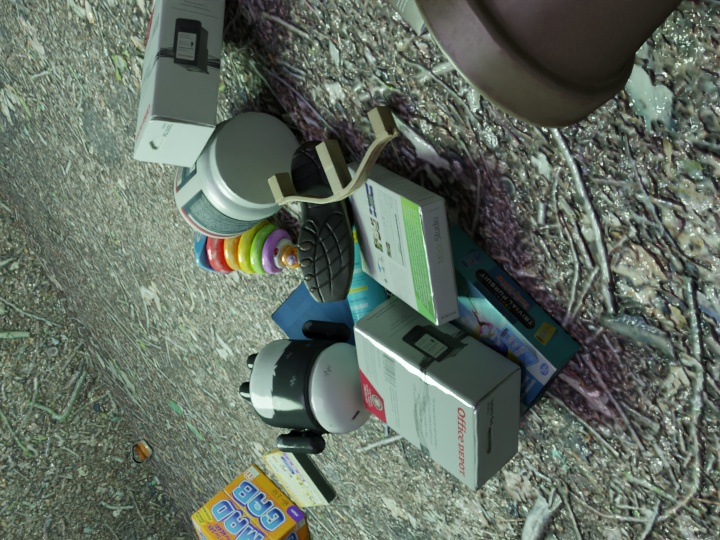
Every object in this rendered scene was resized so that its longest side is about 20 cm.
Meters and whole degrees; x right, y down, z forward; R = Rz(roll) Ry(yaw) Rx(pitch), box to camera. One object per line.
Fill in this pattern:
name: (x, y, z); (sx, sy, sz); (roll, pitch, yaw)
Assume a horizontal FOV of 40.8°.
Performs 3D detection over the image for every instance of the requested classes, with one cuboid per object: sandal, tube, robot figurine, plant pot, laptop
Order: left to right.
sandal: (-0.775, 0.636, 3.378); (0.079, 0.059, 0.207); (52, 154, 5)
robot figurine: (-0.069, 0.157, 1.312); (0.198, 0.124, 0.152); (-1, 106, 37)
laptop: (-0.014, 0.055, 1.325); (0.187, 0.116, 0.201); (46, 153, 15)
tube: (0.000, 0.000, 1.267); (0.077, 0.050, 0.203); (-15, 91, 39)
plant pot: (0.153, -0.225, 0.649); (0.201, 0.200, 0.174); (54, 137, -1)

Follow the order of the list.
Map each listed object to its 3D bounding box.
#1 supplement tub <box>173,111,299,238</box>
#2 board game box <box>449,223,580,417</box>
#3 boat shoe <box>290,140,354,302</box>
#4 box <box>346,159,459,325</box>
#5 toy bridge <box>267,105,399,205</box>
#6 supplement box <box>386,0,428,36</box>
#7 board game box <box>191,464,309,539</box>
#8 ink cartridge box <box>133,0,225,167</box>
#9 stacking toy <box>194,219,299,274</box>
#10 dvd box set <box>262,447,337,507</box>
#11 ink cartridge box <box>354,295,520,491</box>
supplement tub: (-0.170, -0.129, 1.336); (0.141, 0.140, 0.200); (57, 154, -6)
board game box: (0.149, 0.064, 1.139); (0.200, 0.047, 0.152); (46, 153, 16)
boat shoe: (-0.038, -0.062, 1.223); (0.075, 0.074, 0.203); (-4, 91, 17)
box: (0.046, -0.038, 1.126); (0.200, 0.036, 0.146); (-141, 37, -59)
toy bridge: (-0.028, -0.119, 1.131); (0.199, 0.027, 0.068); (-27, 81, 39)
supplement box: (0.021, -0.324, 0.868); (0.200, 0.061, 0.109); (50, 155, 11)
board game box: (-0.261, 0.648, 2.365); (0.199, 0.199, 0.201); (36, 149, 31)
ink cartridge box: (-0.231, -0.250, 1.235); (0.145, 0.082, 0.203); (145, 129, -64)
stacking toy: (-0.144, -0.032, 1.469); (0.198, 0.118, 0.110); (17, 177, 26)
dvd box set: (-0.134, 0.446, 2.097); (0.147, 0.029, 0.200); (54, 154, -1)
ink cartridge box: (0.092, 0.142, 1.153); (0.199, 0.083, 0.147); (32, 141, 38)
